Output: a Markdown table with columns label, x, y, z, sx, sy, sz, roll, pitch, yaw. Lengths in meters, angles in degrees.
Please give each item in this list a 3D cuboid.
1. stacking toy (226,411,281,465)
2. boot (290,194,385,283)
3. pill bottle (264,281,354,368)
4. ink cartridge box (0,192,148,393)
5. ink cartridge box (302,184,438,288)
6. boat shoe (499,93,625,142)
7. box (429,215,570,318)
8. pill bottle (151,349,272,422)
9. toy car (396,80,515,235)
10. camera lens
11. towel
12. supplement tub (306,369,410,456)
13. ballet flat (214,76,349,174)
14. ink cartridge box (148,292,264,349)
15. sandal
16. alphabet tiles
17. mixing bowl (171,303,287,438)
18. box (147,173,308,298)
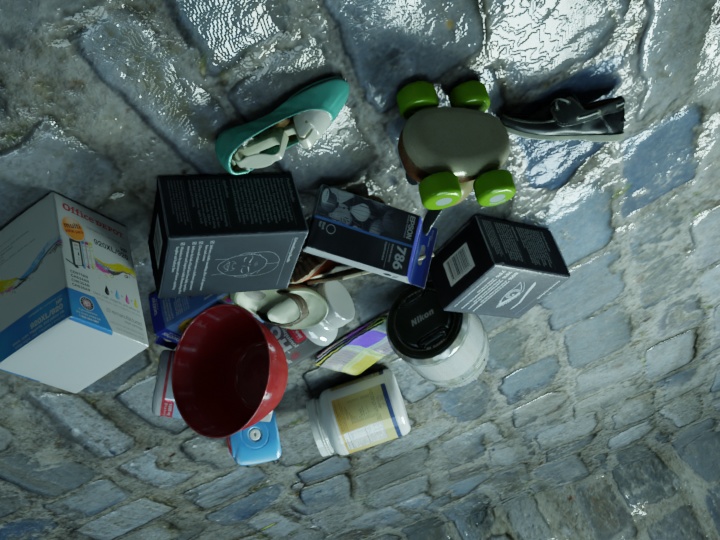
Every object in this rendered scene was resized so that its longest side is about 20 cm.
| label | x | y | z | sx | sy | sz | roll | pitch | yaw |
| --- | --- | --- | --- | --- | --- | --- | --- | --- | --- |
| stacking toy | -0.250 | 0.377 | 2.022 | 0.108 | 0.118 | 0.200 | -5 | 162 | -20 |
| boot | -0.036 | -0.049 | 1.455 | 0.199 | 0.076 | 0.107 | -32 | 168 | 12 |
| pill bottle | -0.109 | 0.096 | 1.599 | 0.199 | 0.112 | 0.110 | -33 | 147 | 25 |
| ink cartridge box | -0.399 | 0.031 | 1.247 | 0.144 | 0.202 | 0.147 | -31 | 147 | 19 |
| ink cartridge box | 0.021 | -0.050 | 1.370 | 0.197 | 0.101 | 0.039 | 16 | 166 | -12 |
| boat shoe | 0.293 | -0.225 | 1.347 | 0.197 | 0.072 | 0.069 | -2 | 111 | -12 |
| box | 0.243 | -0.001 | 1.630 | 0.198 | 0.105 | 0.148 | 8 | 141 | -38 |
| pill bottle | -0.244 | 0.200 | 1.550 | 0.197 | 0.110 | 0.109 | 9 | 145 | -9 |
| toy car | 0.105 | -0.139 | 1.291 | 0.156 | 0.166 | 0.200 | -5 | 159 | -21 |
| camera lens | 0.147 | 0.121 | 1.726 | 0.158 | 0.162 | 0.200 | -25 | 150 | 13 |
| towel | 0.020 | 0.151 | 1.847 | 0.199 | 0.023 | 0.143 | -34 | 146 | 26 |
| supplement tub | -0.005 | 0.306 | 1.967 | 0.197 | 0.146 | 0.145 | -18 | 150 | 2 |
| ballet flat | -0.095 | -0.177 | 1.195 | 0.198 | 0.071 | 0.067 | -24 | 149 | 11 |
| ink cartridge box | -0.249 | 0.063 | 1.508 | 0.198 | 0.077 | 0.136 | -28 | 149 | 20 |
| sandal | -0.125 | 0.059 | 1.448 | 0.200 | 0.057 | 0.080 | 20 | 112 | -49 |
| alphabet tiles | 0.000 | 0.000 | 1.485 | 0.165 | 0.008 | 0.199 | -15 | -177 | -27 |
| mixing bowl | -0.185 | 0.159 | 1.437 | 0.199 | 0.202 | 0.108 | -32 | 154 | 25 |
| box | -0.192 | -0.050 | 1.317 | 0.197 | 0.108 | 0.149 | -3 | 147 | -22 |
